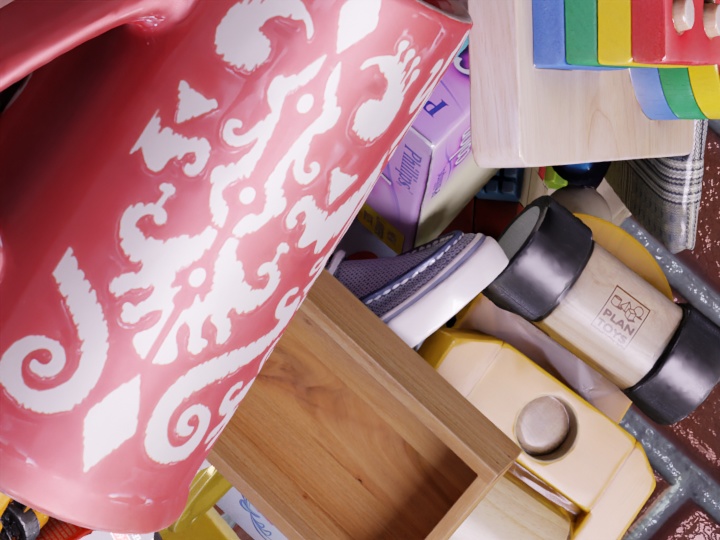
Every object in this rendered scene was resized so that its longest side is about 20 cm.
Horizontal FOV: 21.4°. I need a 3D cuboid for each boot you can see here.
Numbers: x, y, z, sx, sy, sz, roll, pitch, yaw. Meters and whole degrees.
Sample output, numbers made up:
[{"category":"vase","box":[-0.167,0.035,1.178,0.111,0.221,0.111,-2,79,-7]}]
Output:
[{"category":"boot","box":[-0.032,0.014,0.899,0.199,0.091,0.073,-32,-175,24]}]

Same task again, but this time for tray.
[{"category":"tray","box":[-0.033,0.050,0.856,0.099,0.200,0.037,-53,168,28]}]

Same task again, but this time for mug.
[{"category":"mug","box":[-0.067,-0.029,0.615,0.200,0.133,0.177,-54,172,14]}]

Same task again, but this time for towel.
[{"category":"towel","box":[0.165,-0.127,1.063,0.200,0.034,0.194,-109,-162,-70]}]

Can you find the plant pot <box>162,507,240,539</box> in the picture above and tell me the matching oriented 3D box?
[{"category":"plant pot","box":[-0.171,0.265,1.182,0.200,0.194,0.195,-43,176,36]}]

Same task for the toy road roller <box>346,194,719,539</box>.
[{"category":"toy road roller","box":[0.078,0.065,0.952,0.201,0.123,0.146,-55,-169,-5]}]

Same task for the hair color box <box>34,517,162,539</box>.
[{"category":"hair color box","box":[-0.176,0.196,0.929,0.199,0.102,0.061,-31,-162,-14]}]

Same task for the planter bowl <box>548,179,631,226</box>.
[{"category":"planter bowl","box":[0.103,-0.048,1.307,0.200,0.135,0.200,-46,170,-10]}]

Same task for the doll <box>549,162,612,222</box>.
[{"category":"doll","box":[0.123,-0.108,1.044,0.136,0.048,0.201,18,73,-81]}]

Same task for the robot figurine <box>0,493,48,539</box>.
[{"category":"robot figurine","box":[-0.160,0.080,0.835,0.145,0.058,0.200,-41,169,-42]}]

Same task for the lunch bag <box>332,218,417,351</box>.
[{"category":"lunch bag","box":[0.000,0.000,1.066,0.200,0.075,0.161,98,-3,-77]}]

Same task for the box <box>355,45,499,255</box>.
[{"category":"box","box":[0.059,-0.127,0.889,0.200,0.097,0.176,-47,171,-12]}]

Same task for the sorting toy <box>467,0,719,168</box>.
[{"category":"sorting toy","box":[0.109,-0.142,0.704,0.199,0.069,0.201,-10,99,-63]}]

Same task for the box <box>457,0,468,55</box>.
[{"category":"box","box":[-0.024,-0.078,0.744,0.200,0.082,0.049,-48,172,-1]}]

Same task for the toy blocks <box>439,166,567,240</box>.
[{"category":"toy blocks","box":[0.075,-0.061,1.093,0.137,0.099,0.201,35,63,-75]}]

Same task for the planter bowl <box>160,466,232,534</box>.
[{"category":"planter bowl","box":[-0.101,0.085,1.059,0.200,0.083,0.200,-47,172,-9]}]

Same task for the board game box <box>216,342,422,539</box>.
[{"category":"board game box","box":[-0.011,0.115,1.236,0.043,0.199,0.200,-36,165,-52]}]
